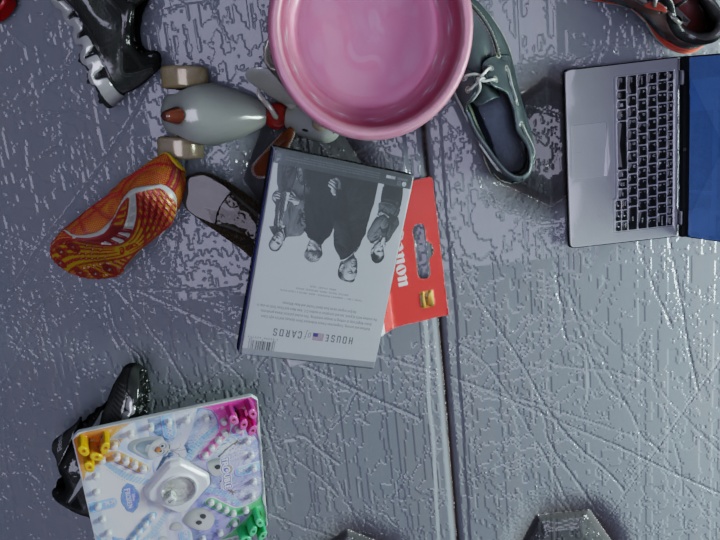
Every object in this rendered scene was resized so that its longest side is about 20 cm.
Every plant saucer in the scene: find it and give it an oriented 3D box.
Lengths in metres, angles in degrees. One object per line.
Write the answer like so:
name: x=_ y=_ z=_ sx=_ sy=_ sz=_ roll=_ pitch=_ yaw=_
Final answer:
plant saucer: x=0.008 y=-0.230 z=0.716 sx=0.194 sy=0.051 sz=0.207 roll=-2 pitch=104 yaw=-9

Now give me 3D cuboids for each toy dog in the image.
toy dog: x=-0.121 y=-0.157 z=0.745 sx=0.195 sy=0.097 sz=0.135 roll=-18 pitch=105 yaw=4

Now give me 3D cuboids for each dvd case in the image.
dvd case: x=-0.036 y=-0.009 z=0.747 sx=0.146 sy=0.025 sz=0.206 roll=8 pitch=101 yaw=-19

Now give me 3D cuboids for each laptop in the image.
laptop: x=0.317 y=-0.114 z=0.752 sx=0.194 sy=0.116 sz=0.193 roll=-6 pitch=104 yaw=1

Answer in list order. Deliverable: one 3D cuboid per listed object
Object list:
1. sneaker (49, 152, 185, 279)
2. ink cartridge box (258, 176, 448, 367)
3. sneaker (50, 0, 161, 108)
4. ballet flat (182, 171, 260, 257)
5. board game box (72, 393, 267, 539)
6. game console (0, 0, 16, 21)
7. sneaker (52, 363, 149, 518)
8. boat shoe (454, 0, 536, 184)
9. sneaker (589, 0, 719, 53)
sneaker: x=-0.250 y=-0.051 z=0.785 sx=0.197 sy=0.078 sz=0.073 roll=-25 pitch=126 yaw=27
ink cartridge box: x=0.000 y=0.000 z=0.793 sx=0.194 sy=0.050 sz=0.166 roll=-11 pitch=106 yaw=-9
sneaker: x=-0.257 y=-0.272 z=0.733 sx=0.089 sy=0.067 sz=0.204 roll=-22 pitch=108 yaw=2
ballet flat: x=-0.109 y=-0.038 z=0.809 sx=0.198 sy=0.046 sz=0.068 roll=35 pitch=91 yaw=-15
board game box: x=-0.203 y=0.246 z=0.836 sx=0.195 sy=0.026 sz=0.205 roll=-9 pitch=119 yaw=-17
game console: x=-0.422 y=-0.355 z=0.729 sx=0.195 sy=0.031 sz=0.181 roll=17 pitch=99 yaw=-6
sneaker: x=-0.299 y=0.192 z=0.843 sx=0.088 sy=0.067 sz=0.204 roll=18 pitch=106 yaw=-8
boat shoe: x=0.131 y=-0.184 z=0.759 sx=0.071 sy=0.062 sz=0.204 roll=-21 pitch=103 yaw=7
sneaker: x=0.276 y=-0.284 z=0.724 sx=0.196 sy=0.082 sz=0.078 roll=27 pitch=103 yaw=-8
